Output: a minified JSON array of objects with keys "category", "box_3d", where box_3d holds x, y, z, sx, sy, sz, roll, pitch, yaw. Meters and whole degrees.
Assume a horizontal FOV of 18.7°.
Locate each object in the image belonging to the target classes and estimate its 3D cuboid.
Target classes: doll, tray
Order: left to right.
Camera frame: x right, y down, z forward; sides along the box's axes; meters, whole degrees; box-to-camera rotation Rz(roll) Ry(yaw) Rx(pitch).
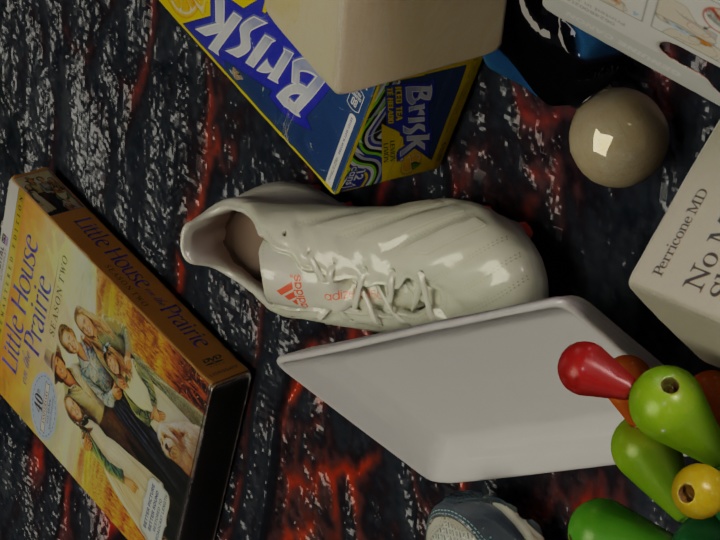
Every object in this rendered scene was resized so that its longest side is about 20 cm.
[{"category":"tray","box_3d":[0.059,0.048,0.926,0.107,0.022,0.200,38,152,-25]},{"category":"doll","box_3d":[0.069,-0.126,0.857,0.201,0.048,0.136,69,161,3]}]

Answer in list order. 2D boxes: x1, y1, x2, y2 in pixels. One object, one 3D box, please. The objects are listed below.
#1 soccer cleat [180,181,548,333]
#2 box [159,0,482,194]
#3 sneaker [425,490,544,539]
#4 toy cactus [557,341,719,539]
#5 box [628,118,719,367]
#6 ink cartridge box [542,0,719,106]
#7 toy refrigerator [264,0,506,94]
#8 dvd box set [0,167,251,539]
[{"category":"soccer cleat","box_3d":[0.000,0.000,0.971,0.200,0.077,0.070,13,113,49]},{"category":"box","box_3d":[-0.035,-0.126,0.981,0.200,0.064,0.070,49,136,30]},{"category":"sneaker","box_3d":[0.057,0.199,0.963,0.077,0.086,0.201,-7,98,51]},{"category":"toy cactus","box_3d":[0.148,0.113,0.802,0.164,0.102,0.201,9,129,27]},{"category":"box","box_3d":[0.192,0.016,0.713,0.200,0.068,0.082,23,79,42]},{"category":"ink cartridge box","box_3d":[0.143,-0.109,0.701,0.160,0.047,0.200,30,163,10]},{"category":"toy refrigerator","box_3d":[0.012,-0.171,0.793,0.070,0.076,0.201,52,150,40]},{"category":"dvd box set","box_3d":[-0.140,0.057,1.209,0.200,0.029,0.147,43,133,33]}]
